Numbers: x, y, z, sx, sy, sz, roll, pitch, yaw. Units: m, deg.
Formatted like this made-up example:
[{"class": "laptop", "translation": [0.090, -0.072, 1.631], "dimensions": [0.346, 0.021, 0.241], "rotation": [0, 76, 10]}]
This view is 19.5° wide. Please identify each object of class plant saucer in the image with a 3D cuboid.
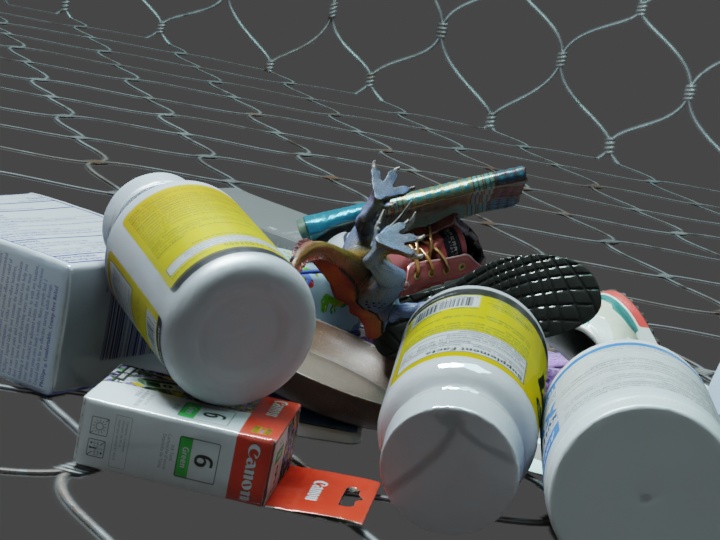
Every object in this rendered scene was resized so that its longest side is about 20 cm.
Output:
[{"class": "plant saucer", "translation": [-0.029, 0.077, 1.629], "dimensions": [0.199, 0.032, 0.200], "rotation": [23, 9, -4]}]

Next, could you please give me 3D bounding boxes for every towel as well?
[{"class": "towel", "translation": [0.045, -0.050, 1.812], "dimensions": [0.198, 0.022, 0.147], "rotation": [-13, -6, 0]}]

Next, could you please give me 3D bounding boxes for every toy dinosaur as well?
[{"class": "toy dinosaur", "translation": [0.000, 0.000, 1.588], "dimensions": [0.199, 0.182, 0.106], "rotation": [-11, 60, -25]}]

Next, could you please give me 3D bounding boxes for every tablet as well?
[{"class": "tablet", "translation": [-0.061, 0.098, 1.648], "dimensions": [0.129, 0.014, 0.200], "rotation": [11, 10, -1]}]

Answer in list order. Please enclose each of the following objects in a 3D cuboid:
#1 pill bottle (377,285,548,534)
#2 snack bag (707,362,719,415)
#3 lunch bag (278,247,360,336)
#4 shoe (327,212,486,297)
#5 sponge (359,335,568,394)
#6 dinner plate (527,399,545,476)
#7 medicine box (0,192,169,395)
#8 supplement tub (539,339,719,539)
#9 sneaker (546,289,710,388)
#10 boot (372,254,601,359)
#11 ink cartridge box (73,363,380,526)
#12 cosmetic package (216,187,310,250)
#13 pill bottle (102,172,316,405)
[{"class": "pill bottle", "translation": [0.072, 0.097, 1.473], "dimensions": [0.113, 0.115, 0.200], "rotation": [12, 23, 4]}, {"class": "snack bag", "translation": [0.332, 0.118, 1.530], "dimensions": [0.199, 0.190, 0.021], "rotation": [21, -9, 44]}, {"class": "lunch bag", "translation": [-0.102, 0.015, 1.820], "dimensions": [0.199, 0.083, 0.160], "rotation": [14, 9, 37]}, {"class": "shoe", "translation": [0.043, -0.013, 1.774], "dimensions": [0.091, 0.072, 0.200], "rotation": [-29, -13, 14]}, {"class": "sponge", "translation": [0.106, 0.080, 1.807], "dimensions": [0.199, 0.030, 0.111], "rotation": [9, 7, 30]}, {"class": "dinner plate", "translation": [0.151, 0.131, 1.680], "dimensions": [0.198, 0.024, 0.200], "rotation": [10, 11, -2]}, {"class": "medicine box", "translation": [-0.252, 0.013, 1.640], "dimensions": [0.199, 0.104, 0.182], "rotation": [17, 12, 29]}, {"class": "supplement tub", "translation": [0.189, 0.129, 1.436], "dimensions": [0.131, 0.133, 0.200], "rotation": [12, 10, 2]}, {"class": "sneaker", "translation": [0.221, 0.102, 1.693], "dimensions": [0.093, 0.071, 0.200], "rotation": [-14, 53, -36]}, {"class": "boot", "translation": [0.112, 0.024, 1.718], "dimensions": [0.199, 0.068, 0.131], "rotation": [-12, 1, 20]}, {"class": "ink cartridge box", "translation": [-0.085, 0.117, 1.423], "dimensions": [0.198, 0.051, 0.109], "rotation": [12, 11, 5]}, {"class": "cosmetic package", "translation": [-0.092, -0.015, 2.001], "dimensions": [0.199, 0.091, 0.106], "rotation": [23, 19, 36]}, {"class": "pill bottle", "translation": [-0.115, 0.004, 1.471], "dimensions": [0.111, 0.113, 0.200], "rotation": [6, 21, -27]}]
